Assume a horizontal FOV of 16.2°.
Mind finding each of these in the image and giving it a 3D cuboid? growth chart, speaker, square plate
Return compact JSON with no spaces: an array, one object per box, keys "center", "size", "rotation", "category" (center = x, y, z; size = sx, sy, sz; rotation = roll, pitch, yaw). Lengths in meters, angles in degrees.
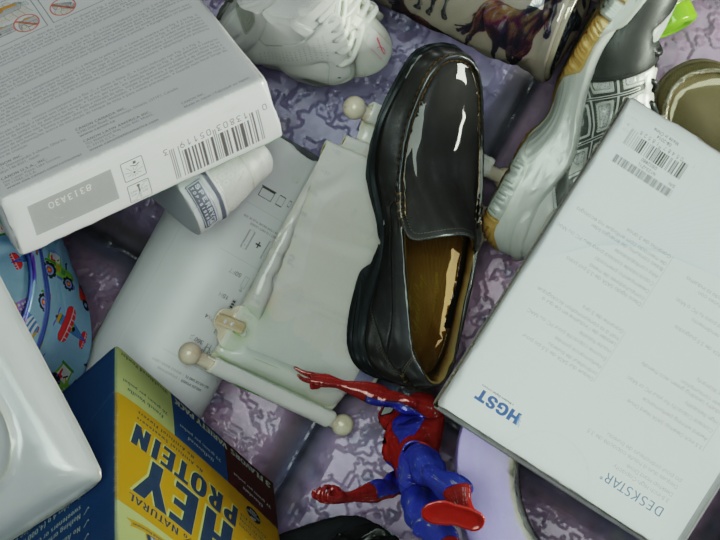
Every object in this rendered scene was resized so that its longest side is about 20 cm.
[{"center":[0.000,0.000,1.483],"size":[0.145,0.018,0.200],"rotation":[33,87,-30],"category":"growth chart"},{"center":[-0.095,0.009,1.493],"size":[0.081,0.081,0.200],"rotation":[28,89,7],"category":"speaker"},{"center":[-0.257,0.074,1.356],"size":[0.200,0.028,0.198],"rotation":[-34,78,24],"category":"square plate"}]

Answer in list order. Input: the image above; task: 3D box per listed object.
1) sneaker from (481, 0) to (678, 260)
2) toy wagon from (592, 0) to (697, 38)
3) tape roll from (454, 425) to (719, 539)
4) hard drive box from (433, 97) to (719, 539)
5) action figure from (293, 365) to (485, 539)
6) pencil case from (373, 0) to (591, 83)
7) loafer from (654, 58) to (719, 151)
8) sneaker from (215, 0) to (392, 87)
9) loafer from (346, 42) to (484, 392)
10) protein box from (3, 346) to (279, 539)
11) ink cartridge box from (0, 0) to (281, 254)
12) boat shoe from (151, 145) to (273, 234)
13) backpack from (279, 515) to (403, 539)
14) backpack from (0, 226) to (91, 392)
[{"center":[0.149,-0.088,1.468],"size":[0.088,0.076,0.200],"rotation":[27,105,2],"category":"sneaker"},{"center":[0.205,-0.238,1.505],"size":[0.200,0.040,0.156],"rotation":[-25,84,3],"category":"toy wagon"},{"center":[0.155,0.119,1.460],"size":[0.199,0.085,0.201],"rotation":[0,86,5],"category":"tape roll"},{"center":[0.157,0.032,1.385],"size":[0.156,0.077,0.200],"rotation":[33,89,6],"category":"hard drive box"},{"center":[0.008,0.112,1.415],"size":[0.099,0.200,0.065],"rotation":[9,107,-7],"category":"action figure"},{"center":[0.048,-0.184,1.480],"size":[0.200,0.090,0.078],"rotation":[28,57,15],"category":"pencil case"},{"center":[0.249,-0.047,1.472],"size":[0.076,0.067,0.200],"rotation":[-44,83,1],"category":"loafer"},{"center":[-0.020,-0.154,1.449],"size":[0.099,0.200,0.078],"rotation":[29,79,-7],"category":"sneaker"},{"center":[0.045,-0.028,1.448],"size":[0.073,0.072,0.201],"rotation":[0,103,-28],"category":"loafer"},{"center":[-0.157,0.189,1.387],"size":[0.198,0.200,0.135],"rotation":[-40,115,15],"category":"protein box"},{"center":[-0.158,-0.110,1.416],"size":[0.161,0.050,0.200],"rotation":[-26,43,-13],"category":"ink cartridge box"},{"center":[-0.112,-0.089,1.466],"size":[0.070,0.200,0.071],"rotation":[-34,125,-13],"category":"boat shoe"},{"center":[-0.031,0.236,1.440],"size":[0.200,0.167,0.127],"rotation":[-40,117,0],"category":"backpack"},{"center":[-0.257,0.007,1.462],"size":[0.182,0.135,0.200],"rotation":[-25,68,2],"category":"backpack"}]
